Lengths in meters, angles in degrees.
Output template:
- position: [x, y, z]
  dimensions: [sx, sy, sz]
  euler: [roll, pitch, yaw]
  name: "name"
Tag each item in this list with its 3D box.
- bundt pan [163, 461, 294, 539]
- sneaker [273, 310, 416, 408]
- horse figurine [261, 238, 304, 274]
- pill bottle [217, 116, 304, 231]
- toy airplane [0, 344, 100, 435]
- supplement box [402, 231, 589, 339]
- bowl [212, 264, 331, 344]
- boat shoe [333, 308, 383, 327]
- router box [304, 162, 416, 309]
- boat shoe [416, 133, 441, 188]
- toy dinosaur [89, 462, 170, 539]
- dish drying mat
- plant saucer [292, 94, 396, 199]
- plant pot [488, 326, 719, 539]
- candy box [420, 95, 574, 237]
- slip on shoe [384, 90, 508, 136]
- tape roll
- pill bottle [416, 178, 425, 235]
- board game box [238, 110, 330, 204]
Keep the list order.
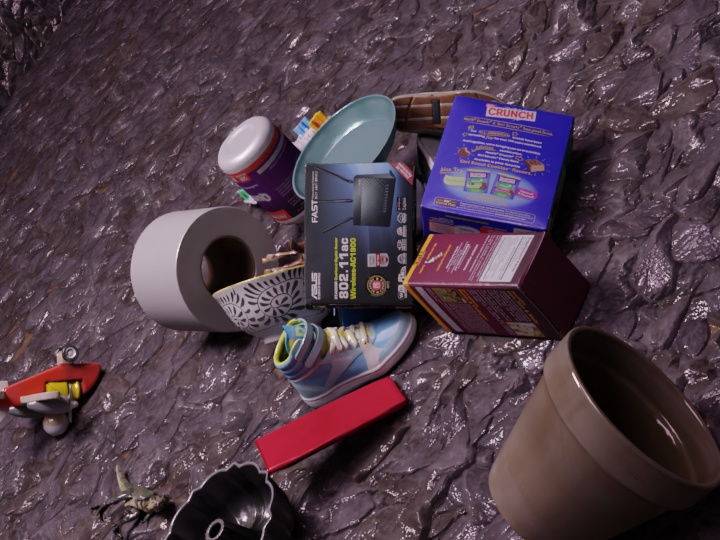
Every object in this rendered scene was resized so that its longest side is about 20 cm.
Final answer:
- position: [-0.164, 0.352, 1.461]
  dimensions: [0.202, 0.076, 0.202]
  euler: [-29, 37, 25]
  name: "bundt pan"
- position: [-0.031, 0.097, 1.536]
  dimensions: [0.200, 0.131, 0.080]
  euler: [-37, 33, 13]
  name: "sneaker"
- position: [-0.082, -0.028, 1.733]
  dimensions: [0.132, 0.050, 0.200]
  euler: [-19, 1, -10]
  name: "horse figurine"
- position: [-0.133, -0.153, 1.862]
  dimensions: [0.112, 0.200, 0.113]
  euler: [-30, 35, 24]
  name: "pill bottle"
- position: [-0.573, 0.233, 2.007]
  dimensions: [0.199, 0.141, 0.200]
  euler: [-22, 5, 14]
  name: "toy airplane"
- position: [0.167, 0.018, 1.412]
  dimensions: [0.200, 0.110, 0.086]
  euler: [1, 54, 49]
  name: "supplement box"
- position: [-0.112, 0.054, 1.681]
  dimensions: [0.200, 0.201, 0.094]
  euler: [-18, 85, 37]
  name: "bowl"
- position: [0.000, 0.000, 1.620]
  dimensions: [0.069, 0.084, 0.201]
  euler: [-178, 95, -68]
  name: "boat shoe"
- position: [0.001, -0.048, 1.542]
  dimensions: [0.149, 0.062, 0.201]
  euler: [-1, 86, 8]
  name: "router box"
- position: [0.117, -0.157, 1.703]
  dimensions: [0.200, 0.075, 0.060]
  euler: [-87, 8, -65]
  name: "boat shoe"
- position: [-0.353, 0.353, 1.711]
  dimensions: [0.088, 0.048, 0.200]
  euler: [-43, 29, -22]
  name: "toy dinosaur"
- position: [-0.038, 0.201, 1.473]
  dimensions: [0.200, 0.018, 0.077]
  euler: [-27, 32, -7]
  name: "dish drying mat"
- position: [-0.016, -0.176, 1.696]
  dimensions: [0.200, 0.036, 0.200]
  euler: [-30, 37, 26]
  name: "plant saucer"
- position: [0.225, 0.186, 1.114]
  dimensions: [0.174, 0.200, 0.200]
  euler: [-51, 28, 25]
  name: "plant pot"
- position: [0.185, -0.127, 1.508]
  dimensions: [0.169, 0.077, 0.200]
  euler: [12, 58, 12]
  name: "candy box"
- position: [0.138, -0.235, 1.720]
  dimensions: [0.199, 0.076, 0.061]
  euler: [1, 8, 14]
  name: "slip on shoe"
- position: [-0.252, -0.001, 1.834]
  dimensions: [0.139, 0.203, 0.203]
  euler: [-1, 54, 48]
  name: "tape roll"
- position: [0.010, -0.109, 1.733]
  dimensions: [0.112, 0.112, 0.200]
  euler: [-52, 32, -8]
  name: "pill bottle"
- position: [-0.140, -0.202, 2.024]
  dimensions: [0.200, 0.026, 0.200]
  euler: [-49, 11, -4]
  name: "board game box"
